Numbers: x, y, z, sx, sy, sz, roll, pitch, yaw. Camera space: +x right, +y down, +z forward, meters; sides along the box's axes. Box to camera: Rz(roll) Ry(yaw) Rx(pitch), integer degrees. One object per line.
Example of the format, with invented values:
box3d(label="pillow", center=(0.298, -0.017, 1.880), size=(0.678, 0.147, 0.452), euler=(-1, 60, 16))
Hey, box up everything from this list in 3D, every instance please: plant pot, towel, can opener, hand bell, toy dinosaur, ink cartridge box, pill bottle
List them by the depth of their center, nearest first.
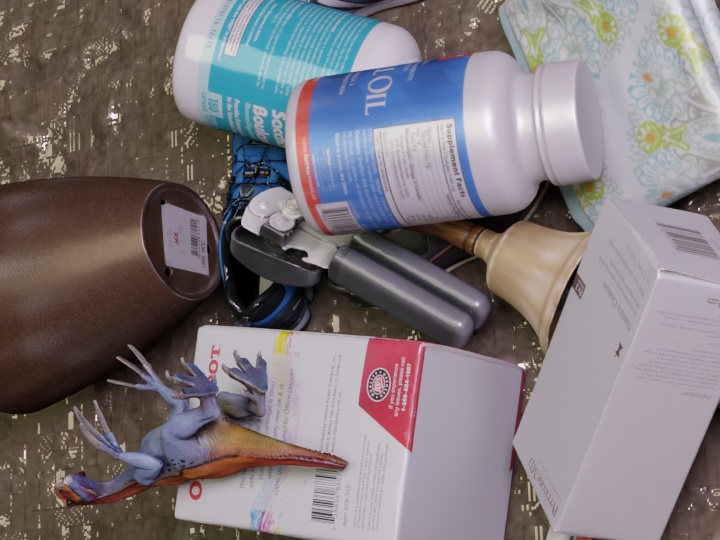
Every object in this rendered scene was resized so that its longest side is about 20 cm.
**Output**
box3d(label="pill bottle", center=(0.059, -0.089, 1.395), size=(0.200, 0.112, 0.112), euler=(-7, 77, 18))
box3d(label="towel", center=(0.179, -0.140, 1.406), size=(0.171, 0.048, 0.200), euler=(-33, 75, 55))
box3d(label="toy dinosaur", center=(-0.136, 0.132, 1.430), size=(0.200, 0.105, 0.182), euler=(47, 130, 20))
box3d(label="hand bell", center=(0.076, -0.024, 1.454), size=(0.200, 0.104, 0.104), euler=(28, 97, 25))
box3d(label="ink cartridge box", center=(-0.009, 0.123, 1.479), size=(0.200, 0.145, 0.145), euler=(4, 84, 35))
box3d(label="can opener", center=(0.000, 0.000, 1.494), size=(0.200, 0.053, 0.067), euler=(26, 137, 18))
box3d(label="pill bottle", center=(-0.030, -0.140, 1.528), size=(0.200, 0.111, 0.111), euler=(17, 91, 16))
box3d(label="plant pot", center=(-0.210, 0.001, 1.606), size=(0.200, 0.187, 0.187), euler=(-17, 72, 34))

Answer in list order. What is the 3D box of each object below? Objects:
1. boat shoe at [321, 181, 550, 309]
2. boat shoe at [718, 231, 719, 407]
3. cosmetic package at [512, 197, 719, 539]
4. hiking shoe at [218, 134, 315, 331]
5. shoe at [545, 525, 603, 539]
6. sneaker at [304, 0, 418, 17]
box3d(label="boat shoe", center=(0.058, -0.041, 1.516), size=(0.201, 0.063, 0.074), euler=(-36, 61, 22))
box3d(label="boat shoe", center=(0.259, 0.064, 1.352), size=(0.062, 0.075, 0.200), euler=(-16, 71, 29))
box3d(label="cosmetic package", center=(0.177, 0.067, 1.346), size=(0.113, 0.081, 0.200), euler=(-115, 40, -60))
box3d(label="hiking shoe", center=(-0.070, -0.048, 1.580), size=(0.074, 0.087, 0.200), euler=(-7, 80, 16))
box3d(label="shoe", center=(0.172, 0.256, 1.382), size=(0.091, 0.071, 0.200), euler=(2, 88, 33))
box3d(label="sneaker", center=(-0.033, -0.224, 1.581), size=(0.200, 0.108, 0.070), euler=(-22, 69, 29))
